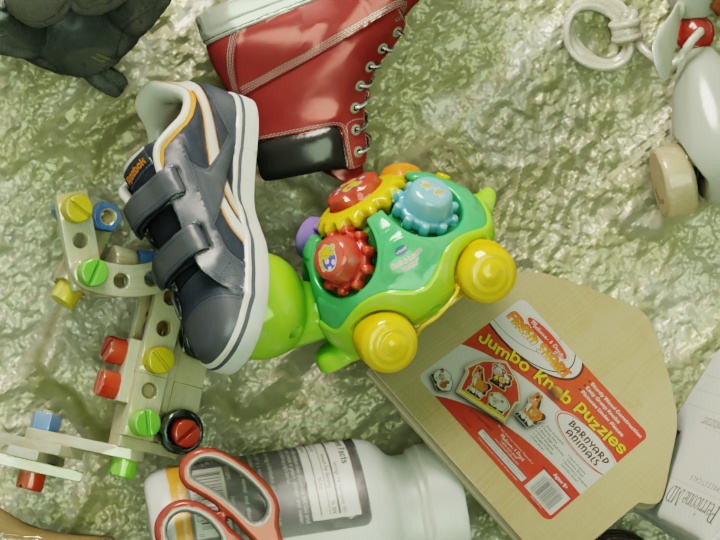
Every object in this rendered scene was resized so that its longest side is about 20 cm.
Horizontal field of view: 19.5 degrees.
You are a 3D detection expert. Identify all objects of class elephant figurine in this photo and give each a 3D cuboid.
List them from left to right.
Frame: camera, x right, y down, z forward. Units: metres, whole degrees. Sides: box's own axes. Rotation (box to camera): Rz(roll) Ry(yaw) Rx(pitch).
[{"bbox_3d":[-0.195,-0.234,1.312,0.141,0.155,0.200,0,63,-41],"label":"elephant figurine"}]

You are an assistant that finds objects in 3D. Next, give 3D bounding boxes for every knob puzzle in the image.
[{"bbox_3d":[0.124,0.084,1.382,0.220,0.030,0.220,11,56,-16],"label":"knob puzzle"}]

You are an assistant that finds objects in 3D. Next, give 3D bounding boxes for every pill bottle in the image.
[{"bbox_3d":[-0.035,0.171,1.353,0.200,0.116,0.116,-8,94,-8],"label":"pill bottle"}]

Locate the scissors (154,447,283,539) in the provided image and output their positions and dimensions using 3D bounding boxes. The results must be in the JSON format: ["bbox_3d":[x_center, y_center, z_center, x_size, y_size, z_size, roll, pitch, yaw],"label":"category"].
[{"bbox_3d":[-0.038,0.188,1.284,0.200,0.014,0.073,36,78,1],"label":"scissors"}]

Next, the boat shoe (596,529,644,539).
[{"bbox_3d":[0.179,0.277,1.410,0.074,0.073,0.200,-1,93,-8],"label":"boat shoe"}]

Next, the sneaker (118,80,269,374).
[{"bbox_3d":[-0.107,-0.030,1.284,0.079,0.078,0.200,16,50,-29],"label":"sneaker"}]

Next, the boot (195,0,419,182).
[{"bbox_3d":[0.010,-0.139,1.370,0.200,0.072,0.144,-23,96,2],"label":"boot"}]

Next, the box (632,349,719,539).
[{"bbox_3d":[0.307,0.162,1.360,0.200,0.199,0.131,33,87,-9],"label":"box"}]

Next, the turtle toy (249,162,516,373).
[{"bbox_3d":[0.000,0.000,1.331,0.200,0.146,0.101,-34,105,-5],"label":"turtle toy"}]

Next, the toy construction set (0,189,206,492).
[{"bbox_3d":[-0.162,0.056,1.341,0.131,0.092,0.200,16,96,-25],"label":"toy construction set"}]

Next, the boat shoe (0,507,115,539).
[{"bbox_3d":[-0.254,0.172,1.349,0.200,0.072,0.076,-1,81,-8],"label":"boat shoe"}]

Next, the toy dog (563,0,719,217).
[{"bbox_3d":[0.234,-0.123,1.387,0.132,0.096,0.200,-31,97,-6],"label":"toy dog"}]
